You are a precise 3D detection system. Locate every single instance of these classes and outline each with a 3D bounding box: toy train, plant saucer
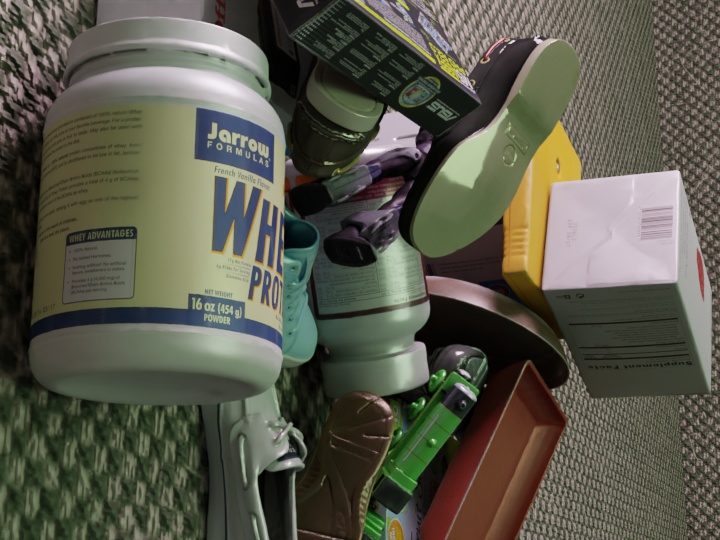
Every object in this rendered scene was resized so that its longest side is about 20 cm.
[{"bbox_3d":[0.030,0.166,0.991,0.042,0.201,0.056,36,0,-10],"label":"toy train"},{"bbox_3d":[0.103,0.056,1.134,0.200,0.199,0.032,50,56,-53],"label":"plant saucer"},{"bbox_3d":[0.124,0.197,1.142,0.201,0.037,0.200,-64,152,-13],"label":"plant saucer"}]

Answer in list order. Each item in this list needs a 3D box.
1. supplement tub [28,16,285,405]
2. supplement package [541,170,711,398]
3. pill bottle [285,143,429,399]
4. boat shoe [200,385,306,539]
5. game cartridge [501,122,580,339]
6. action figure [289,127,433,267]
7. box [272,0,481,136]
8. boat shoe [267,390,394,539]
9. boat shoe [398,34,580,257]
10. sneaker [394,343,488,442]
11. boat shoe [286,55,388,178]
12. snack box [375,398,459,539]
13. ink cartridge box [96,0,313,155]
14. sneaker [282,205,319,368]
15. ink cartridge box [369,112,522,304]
[{"bbox_3d":[-0.116,-0.030,0.711,0.145,0.144,0.202,29,57,-62],"label":"supplement tub"},{"bbox_3d":[0.253,0.019,1.124,0.200,0.119,0.122,56,36,-50],"label":"supplement package"},{"bbox_3d":[0.000,0.000,1.022,0.109,0.109,0.202,-19,102,-67],"label":"pill bottle"},{"bbox_3d":[-0.070,0.134,0.873,0.073,0.065,0.202,8,76,-62],"label":"boat shoe"},{"bbox_3d":[0.171,-0.053,1.137,0.176,0.032,0.201,46,46,-56],"label":"game cartridge"},{"bbox_3d":[0.043,-0.075,0.949,0.200,0.069,0.131,-35,100,-36],"label":"action figure"},{"bbox_3d":[-0.006,-0.193,0.826,0.200,0.044,0.161,22,40,-57],"label":"box"},{"bbox_3d":[-0.029,0.191,0.945,0.201,0.071,0.065,-60,175,-30],"label":"boat shoe"},{"bbox_3d":[0.089,-0.094,0.912,0.202,0.063,0.074,-55,131,-17],"label":"boat shoe"},{"bbox_3d":[0.056,0.100,1.125,0.075,0.115,0.200,-57,161,-14],"label":"sneaker"},{"bbox_3d":[-0.012,-0.123,0.880,0.060,0.072,0.200,-59,-174,24],"label":"boat shoe"},{"bbox_3d":[0.041,0.211,1.132,0.200,0.053,0.143,40,47,-60],"label":"snack box"},{"bbox_3d":[-0.096,-0.181,0.876,0.200,0.083,0.146,29,59,-63],"label":"ink cartridge box"},{"bbox_3d":[-0.062,0.003,0.910,0.200,0.081,0.074,60,33,-43],"label":"sneaker"},{"bbox_3d":[0.087,-0.055,1.178,0.084,0.144,0.201,-66,143,-49],"label":"ink cartridge box"}]
